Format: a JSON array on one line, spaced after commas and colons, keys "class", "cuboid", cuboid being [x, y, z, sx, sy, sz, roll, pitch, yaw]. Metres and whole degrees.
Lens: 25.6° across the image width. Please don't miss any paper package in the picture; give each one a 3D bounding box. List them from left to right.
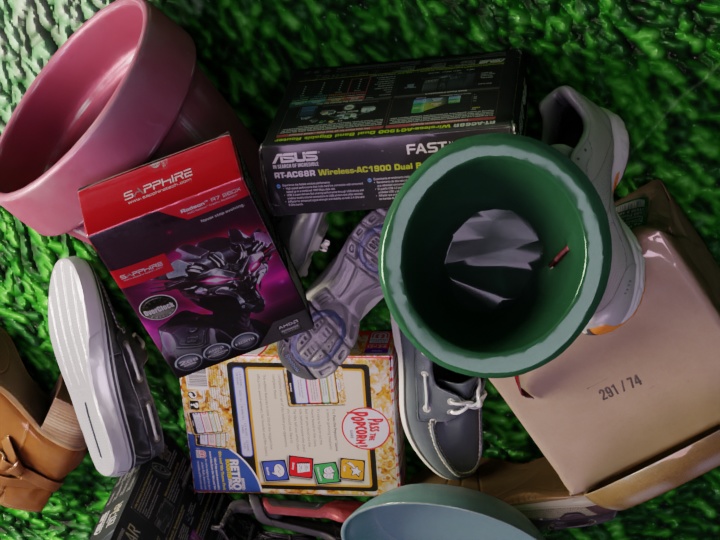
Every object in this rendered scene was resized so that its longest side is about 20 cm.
[{"class": "paper package", "cuboid": [0.212, 0.058, 1.326, 0.199, 0.104, 0.191, -30, 110, 23]}]

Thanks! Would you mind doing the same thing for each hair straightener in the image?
[{"class": "hair straightener", "cuboid": [-0.044, 0.252, 1.473, 0.197, 0.041, 0.078, 5, 111, -17]}]

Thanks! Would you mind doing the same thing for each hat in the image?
[{"class": "hat", "cuboid": [0.106, -0.010, 1.205, 0.165, 0.176, 0.201, 33, 103, 6]}]

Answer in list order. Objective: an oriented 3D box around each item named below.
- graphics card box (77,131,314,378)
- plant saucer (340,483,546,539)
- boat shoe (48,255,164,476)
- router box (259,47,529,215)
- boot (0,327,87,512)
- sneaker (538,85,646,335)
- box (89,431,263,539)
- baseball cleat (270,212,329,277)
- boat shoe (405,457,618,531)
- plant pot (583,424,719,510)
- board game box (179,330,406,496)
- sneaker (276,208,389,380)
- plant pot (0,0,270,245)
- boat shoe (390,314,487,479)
[{"class": "graphics card box", "cuboid": [-0.121, -0.006, 1.212, 0.124, 0.051, 0.201, -20, 142, 1]}, {"class": "plant saucer", "cuboid": [0.082, 0.239, 1.410, 0.197, 0.036, 0.201, 11, 147, 7]}, {"class": "boat shoe", "cuboid": [-0.228, 0.082, 1.432, 0.072, 0.070, 0.203, -3, 101, 50]}, {"class": "router box", "cuboid": [0.032, -0.109, 1.238, 0.197, 0.150, 0.063, -4, 118, 12]}, {"class": "boot", "cuboid": [-0.352, 0.139, 1.480, 0.199, 0.074, 0.155, 30, 121, -6]}, {"class": "sneaker", "cuboid": [0.164, -0.049, 1.218, 0.075, 0.202, 0.092, -20, 148, 30]}, {"class": "box", "cuboid": [-0.167, 0.262, 1.441, 0.043, 0.201, 0.160, -36, 108, 24]}, {"class": "baseball cleat", "cuboid": [-0.086, -0.019, 1.329, 0.105, 0.070, 0.201, 25, 136, -3]}, {"class": "boat shoe", "cuboid": [0.138, 0.212, 1.436, 0.197, 0.074, 0.065, -4, 123, 18]}, {"class": "plant pot", "cuboid": [0.279, 0.152, 1.316, 0.199, 0.200, 0.028, -30, 80, 22]}, {"class": "board game box", "cuboid": [-0.061, 0.131, 1.441, 0.197, 0.046, 0.153, 1, 118, 9]}, {"class": "sneaker", "cuboid": [0.000, 0.000, 1.349, 0.074, 0.087, 0.200, 43, 98, -12]}, {"class": "plant pot", "cuboid": [-0.171, -0.088, 1.273, 0.199, 0.201, 0.179, -36, 123, 24]}, {"class": "boat shoe", "cuboid": [0.075, 0.101, 1.379, 0.072, 0.062, 0.202, -25, 115, -27]}]
